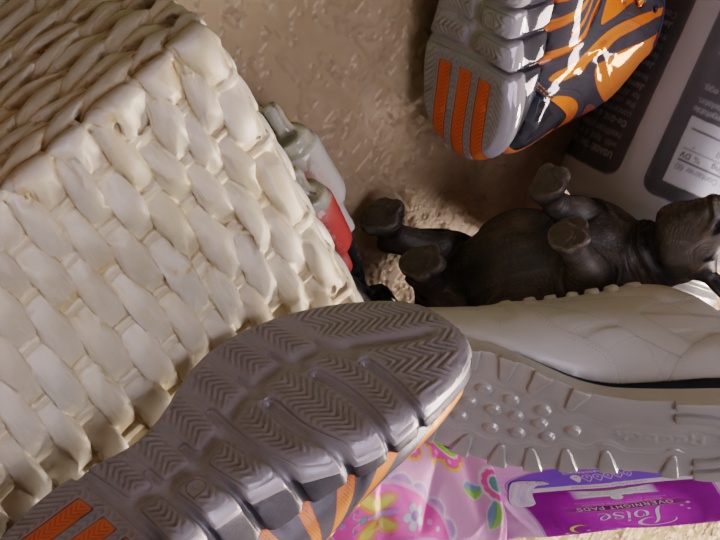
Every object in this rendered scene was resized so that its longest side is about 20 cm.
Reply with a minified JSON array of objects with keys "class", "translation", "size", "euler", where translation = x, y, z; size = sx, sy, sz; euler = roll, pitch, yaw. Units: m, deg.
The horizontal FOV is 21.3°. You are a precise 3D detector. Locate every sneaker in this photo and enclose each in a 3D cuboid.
[{"class":"sneaker","translation":[-0.040,0.096,0.694],"size":[0.200,0.078,0.112],"euler":[-32,136,-23]},{"class":"sneaker","translation":[0.093,-0.155,0.905],"size":[0.112,0.078,0.200],"euler":[-22,137,-38]},{"class":"sneaker","translation":[0.101,0.043,0.883],"size":[0.076,0.199,0.081],"euler":[96,4,-51]}]

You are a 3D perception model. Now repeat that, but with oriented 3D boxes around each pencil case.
[{"class":"pencil case","translation":[-0.024,0.092,0.886],"size":[0.200,0.087,0.088],"euler":[24,95,-33]}]

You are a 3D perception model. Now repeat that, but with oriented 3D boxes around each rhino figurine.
[{"class":"rhino figurine","translation":[0.106,-0.009,0.927],"size":[0.087,0.200,0.060],"euler":[51,37,-52]}]

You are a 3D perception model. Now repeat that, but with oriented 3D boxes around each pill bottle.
[{"class":"pill bottle","translation":[0.173,-0.073,0.998],"size":[0.113,0.113,0.200],"euler":[16,102,-46]}]

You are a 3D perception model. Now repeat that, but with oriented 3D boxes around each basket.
[{"class":"basket","translation":[-0.128,-0.002,0.726],"size":[0.198,0.161,0.200],"euler":[-42,133,-16]}]

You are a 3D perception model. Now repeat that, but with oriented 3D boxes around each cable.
[{"class":"cable","translation":[0.000,0.000,0.893],"size":[0.050,0.097,0.200],"euler":[-36,135,7]}]

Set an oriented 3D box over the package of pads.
[{"class":"package of pads","translation":[0.141,0.081,0.984],"size":[0.121,0.200,0.076],"euler":[51,38,-47]}]
